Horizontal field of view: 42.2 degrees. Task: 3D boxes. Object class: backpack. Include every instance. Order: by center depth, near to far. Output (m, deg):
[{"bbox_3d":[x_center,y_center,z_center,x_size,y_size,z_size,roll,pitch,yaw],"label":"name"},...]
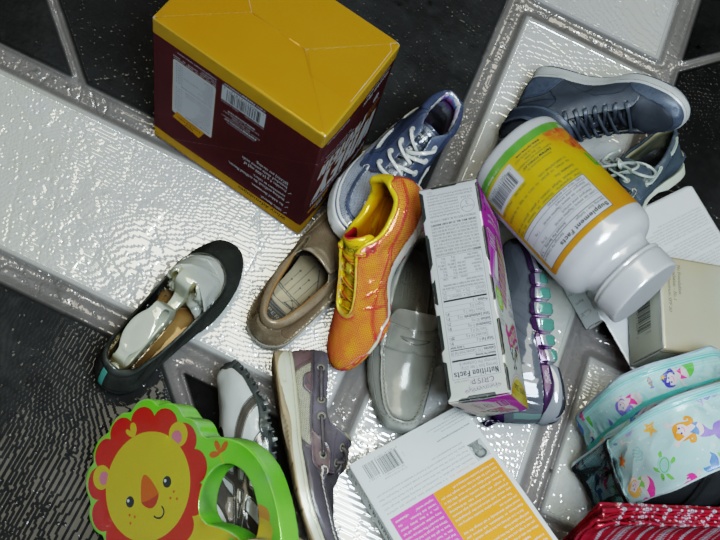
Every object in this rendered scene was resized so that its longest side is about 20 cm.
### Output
[{"bbox_3d":[0.310,0.161,0.886,0.175,0.200,0.152,-12,70,-16],"label":"backpack"}]

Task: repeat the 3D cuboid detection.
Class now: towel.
[{"bbox_3d":[0.284,0.255,0.871,0.197,0.145,0.023,4,54,-9],"label":"towel"}]

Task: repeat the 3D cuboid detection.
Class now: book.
[{"bbox_3d":[0.093,0.239,0.872,0.132,0.048,0.201,-24,61,-19],"label":"book"}]

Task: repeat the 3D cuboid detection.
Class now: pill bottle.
[{"bbox_3d":[0.217,-0.049,0.938,0.110,0.111,0.200,-30,66,-22],"label":"pill bottle"}]

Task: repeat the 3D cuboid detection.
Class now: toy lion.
[{"bbox_3d":[-0.150,0.199,0.798,0.198,0.068,0.194,-23,69,24],"label":"toy lion"}]

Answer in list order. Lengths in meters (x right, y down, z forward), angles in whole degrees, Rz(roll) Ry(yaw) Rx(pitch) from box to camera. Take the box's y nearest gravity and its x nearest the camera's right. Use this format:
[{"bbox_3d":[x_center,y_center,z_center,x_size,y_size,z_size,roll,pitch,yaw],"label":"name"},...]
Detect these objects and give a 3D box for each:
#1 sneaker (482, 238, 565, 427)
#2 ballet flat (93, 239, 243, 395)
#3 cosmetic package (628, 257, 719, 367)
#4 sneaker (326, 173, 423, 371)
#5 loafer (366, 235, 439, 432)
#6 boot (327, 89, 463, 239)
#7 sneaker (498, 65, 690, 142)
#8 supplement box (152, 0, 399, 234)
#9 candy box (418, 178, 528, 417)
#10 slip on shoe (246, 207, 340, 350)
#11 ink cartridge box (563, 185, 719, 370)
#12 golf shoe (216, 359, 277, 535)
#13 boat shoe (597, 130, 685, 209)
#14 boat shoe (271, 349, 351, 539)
[{"bbox_3d":[0.153,0.061,0.968,0.086,0.075,0.202,-4,69,-8],"label":"sneaker"},{"bbox_3d":[-0.179,0.038,0.906,0.068,0.069,0.201,35,64,5],"label":"ballet flat"},{"bbox_3d":[0.386,0.057,0.977,0.197,0.073,0.105,8,69,-11],"label":"cosmetic package"},{"bbox_3d":[0.000,0.000,0.920,0.077,0.073,0.202,15,93,-41],"label":"sneaker"},{"bbox_3d":[0.047,0.061,0.943,0.069,0.070,0.202,8,66,-12],"label":"loafer"},{"bbox_3d":[0.038,-0.116,0.981,0.073,0.090,0.201,40,51,-10],"label":"boot"},{"bbox_3d":[0.250,-0.154,1.042,0.201,0.077,0.147,15,55,39],"label":"sneaker"},{"bbox_3d":[-0.092,-0.180,0.945,0.196,0.200,0.133,34,64,4],"label":"supplement box"},{"bbox_3d":[0.110,0.031,0.889,0.060,0.136,0.203,-10,75,14],"label":"candy box"},{"bbox_3d":[-0.044,-0.006,0.958,0.076,0.061,0.200,40,65,7],"label":"slip on shoe"},{"bbox_3d":[0.333,0.019,1.040,0.198,0.044,0.175,-23,79,-21],"label":"ink cartridge box"},{"bbox_3d":[-0.120,0.182,0.854,0.093,0.078,0.202,-9,68,-15],"label":"golf shoe"},{"bbox_3d":[0.304,-0.103,1.050,0.199,0.074,0.062,-31,121,-30],"label":"boat shoe"},{"bbox_3d":[-0.039,0.166,0.881,0.064,0.072,0.202,-11,64,-8],"label":"boat shoe"}]
